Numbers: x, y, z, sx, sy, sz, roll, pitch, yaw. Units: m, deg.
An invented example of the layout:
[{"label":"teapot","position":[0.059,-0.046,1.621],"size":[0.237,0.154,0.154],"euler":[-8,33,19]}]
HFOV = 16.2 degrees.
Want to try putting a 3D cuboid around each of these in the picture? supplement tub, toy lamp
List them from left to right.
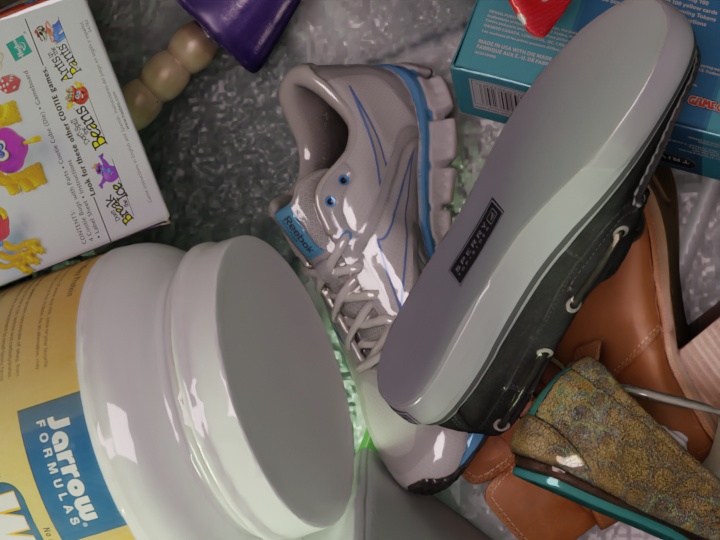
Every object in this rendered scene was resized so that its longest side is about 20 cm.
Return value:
[{"label":"supplement tub","position":[-0.117,0.073,1.046],"size":[0.199,0.145,0.146],"euler":[-19,87,20]},{"label":"toy lamp","position":[-0.104,-0.071,1.149],"size":[0.200,0.058,0.058],"euler":[-44,82,4]}]

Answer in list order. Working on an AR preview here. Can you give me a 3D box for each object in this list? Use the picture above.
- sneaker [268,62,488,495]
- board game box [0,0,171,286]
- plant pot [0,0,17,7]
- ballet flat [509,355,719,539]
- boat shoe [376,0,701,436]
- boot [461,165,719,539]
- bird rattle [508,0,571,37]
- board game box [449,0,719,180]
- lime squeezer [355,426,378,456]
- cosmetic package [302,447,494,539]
[{"label":"sneaker","position":[0.000,0.000,1.089],"size":[0.075,0.086,0.201],"euler":[-33,60,43]},{"label":"board game box","position":[-0.192,-0.038,1.061],"size":[0.199,0.103,0.105],"euler":[-21,100,-4]},{"label":"plant pot","position":[-0.211,-0.191,1.120],"size":[0.176,0.200,0.201],"euler":[-7,90,2]},{"label":"ballet flat","position":[0.150,0.095,1.058],"size":[0.199,0.071,0.071],"euler":[31,101,-26]},{"label":"boat shoe","position":[0.079,-0.018,1.007],"size":[0.056,0.069,0.200],"euler":[22,114,-29]},{"label":"boot","position":[0.081,0.015,1.107],"size":[0.154,0.074,0.200],"euler":[-38,80,16]},{"label":"bird rattle","position":[0.038,-0.192,1.026],"size":[0.199,0.113,0.164],"euler":[9,52,24]},{"label":"board game box","position":[0.140,-0.144,1.061],"size":[0.150,0.047,0.201],"euler":[16,71,13]},{"label":"lime squeezer","position":[0.029,0.119,1.147],"size":[0.070,0.038,0.201],"euler":[-22,85,-19]},{"label":"cosmetic package","position":[0.030,0.213,1.053],"size":[0.200,0.166,0.168],"euler":[37,100,-7]}]
